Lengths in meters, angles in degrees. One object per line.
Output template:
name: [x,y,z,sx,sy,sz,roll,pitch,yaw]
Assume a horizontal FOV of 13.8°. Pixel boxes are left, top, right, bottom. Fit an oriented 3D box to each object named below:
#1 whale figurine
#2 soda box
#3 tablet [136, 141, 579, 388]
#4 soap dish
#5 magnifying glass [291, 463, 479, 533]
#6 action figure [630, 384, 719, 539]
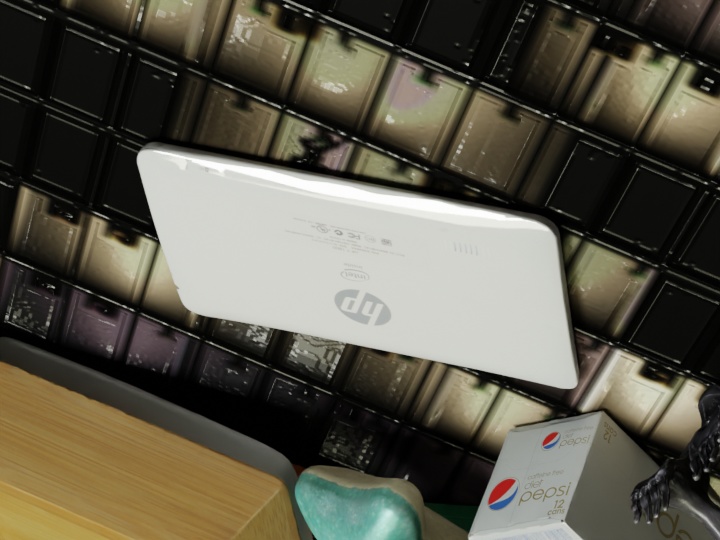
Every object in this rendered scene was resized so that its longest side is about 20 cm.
whale figurine: [0.029,0.183,1.482,0.159,0.104,0.200,9,144,43]
soda box: [0.145,0.155,1.447,0.064,0.068,0.200,-14,132,43]
tablet: [0.000,0.000,1.359,0.200,0.014,0.130,12,147,18]
soap dish: [-0.123,0.130,1.535,0.200,0.081,0.157,21,149,21]
magnifying glass: [0.040,0.134,1.529,0.200,0.022,0.080,16,148,7]
action figure: [0.222,0.141,1.350,0.200,0.102,0.119,31,136,-10]
